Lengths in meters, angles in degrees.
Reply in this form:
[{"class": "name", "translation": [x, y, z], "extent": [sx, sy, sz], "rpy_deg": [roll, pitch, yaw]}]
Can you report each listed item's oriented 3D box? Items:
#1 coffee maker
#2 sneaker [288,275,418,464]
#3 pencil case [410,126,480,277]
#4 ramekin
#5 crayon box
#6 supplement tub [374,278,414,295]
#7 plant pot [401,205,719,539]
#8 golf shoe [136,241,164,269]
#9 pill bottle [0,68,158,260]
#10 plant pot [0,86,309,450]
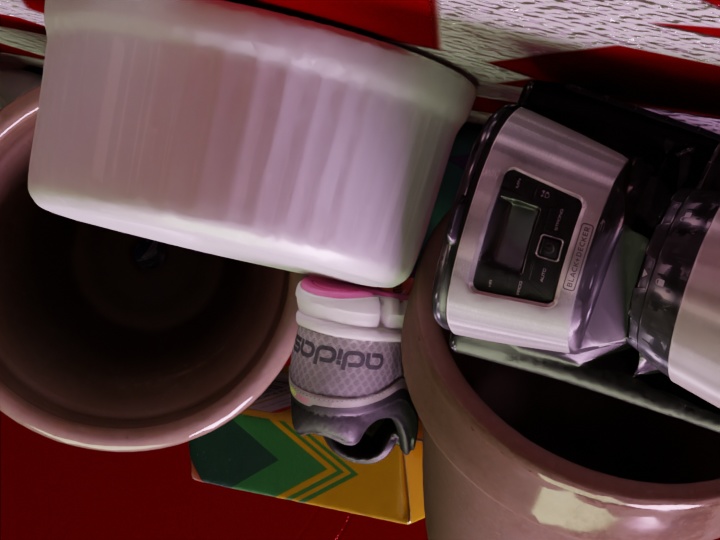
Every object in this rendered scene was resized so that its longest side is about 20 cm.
[{"class": "coffee maker", "translation": [0.145, 0.012, 0.941], "extent": [0.199, 0.135, 0.192], "rpy_deg": [20, 165, 18]}, {"class": "sneaker", "translation": [0.007, 0.054, 1.169], "extent": [0.073, 0.088, 0.200], "rpy_deg": [14, 180, 16]}, {"class": "pencil case", "translation": [0.092, -0.019, 1.193], "extent": [0.199, 0.093, 0.085], "rpy_deg": [14, 178, -6]}, {"class": "ramekin", "translation": [-0.055, -0.057, 1.035], "extent": [0.199, 0.098, 0.200], "rpy_deg": [13, 177, 1]}, {"class": "crayon box", "translation": [0.015, 0.092, 1.272], "extent": [0.199, 0.051, 0.127], "rpy_deg": [6, -165, 43]}, {"class": "supplement tub", "translation": [0.066, -0.001, 1.342], "extent": [0.199, 0.123, 0.122], "rpy_deg": [16, 175, -42]}, {"class": "plant pot", "translation": [0.105, 0.080, 1.083], "extent": [0.199, 0.201, 0.175], "rpy_deg": [13, 135, -3]}, {"class": "golf shoe", "translation": [-0.131, 0.027, 1.416], "extent": [0.199, 0.078, 0.095], "rpy_deg": [-27, 152, 5]}, {"class": "pill bottle", "translation": [-0.200, -0.059, 1.420], "extent": [0.119, 0.120, 0.200], "rpy_deg": [11, 176, 35]}, {"class": "plant pot", "translation": [-0.123, -0.009, 1.265], "extent": [0.199, 0.201, 0.175], "rpy_deg": [13, -177, 1]}]
